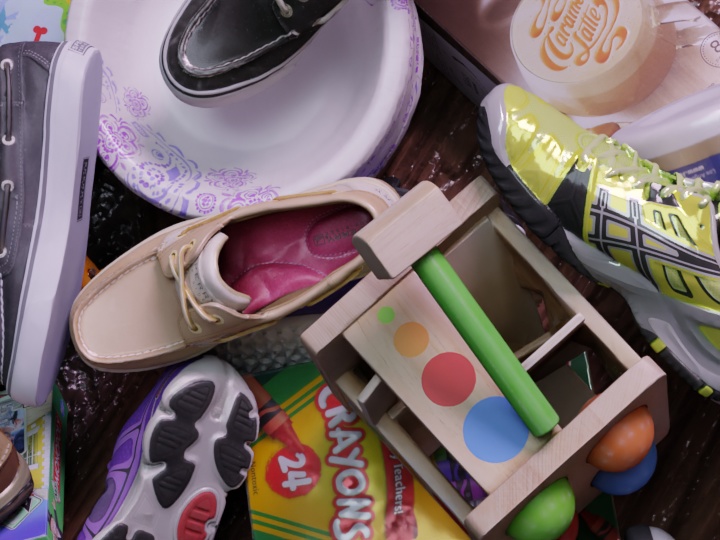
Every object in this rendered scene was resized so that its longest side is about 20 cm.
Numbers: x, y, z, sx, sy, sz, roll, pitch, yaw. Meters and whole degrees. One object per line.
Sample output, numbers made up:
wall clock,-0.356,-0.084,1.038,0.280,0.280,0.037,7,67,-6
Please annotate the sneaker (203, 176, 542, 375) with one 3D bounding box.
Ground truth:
sneaker,0.000,0.000,1.356,0.198,0.070,0.100,-13,58,2

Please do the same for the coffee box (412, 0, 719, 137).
coffee box,0.129,-0.122,1.367,0.114,0.080,0.200,-42,65,-7

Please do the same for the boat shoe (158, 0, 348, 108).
boat shoe,-0.032,-0.165,1.273,0.200,0.064,0.071,-40,82,5

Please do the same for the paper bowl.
paper bowl,-0.063,-0.124,1.360,0.199,0.104,0.203,0,87,10

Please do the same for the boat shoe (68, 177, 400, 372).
boat shoe,-0.072,0.000,1.270,0.199,0.069,0.074,-24,88,7

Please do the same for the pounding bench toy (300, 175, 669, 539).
pounding bench toy,0.068,0.054,1.178,0.124,0.200,0.156,-41,71,-5

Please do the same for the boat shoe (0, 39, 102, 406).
boat shoe,-0.187,-0.029,1.296,0.066,0.070,0.202,8,96,6

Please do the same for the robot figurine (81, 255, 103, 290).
robot figurine,-0.249,-0.031,1.354,0.145,0.058,0.200,-40,103,22

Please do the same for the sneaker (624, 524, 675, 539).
sneaker,0.220,0.206,1.217,0.107,0.067,0.202,-25,68,0

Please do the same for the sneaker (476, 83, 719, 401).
sneaker,0.143,-0.028,1.172,0.200,0.075,0.076,42,121,2

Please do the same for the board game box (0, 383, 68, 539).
board game box,-0.265,0.138,1.340,0.198,0.029,0.135,-15,37,6

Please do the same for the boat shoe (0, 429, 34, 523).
boat shoe,-0.266,0.085,1.322,0.199,0.074,0.076,12,46,35

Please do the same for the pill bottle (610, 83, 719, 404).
pill bottle,0.215,0.003,1.244,0.110,0.111,0.201,-22,97,2

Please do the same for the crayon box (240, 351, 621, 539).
crayon box,0.036,0.105,1.308,0.198,0.051,0.128,-12,65,7

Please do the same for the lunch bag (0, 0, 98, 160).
lunch bag,-0.217,-0.131,1.448,0.160,0.083,0.200,32,76,25

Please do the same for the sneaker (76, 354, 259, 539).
sneaker,-0.118,0.141,1.319,0.080,0.083,0.201,28,90,-21
